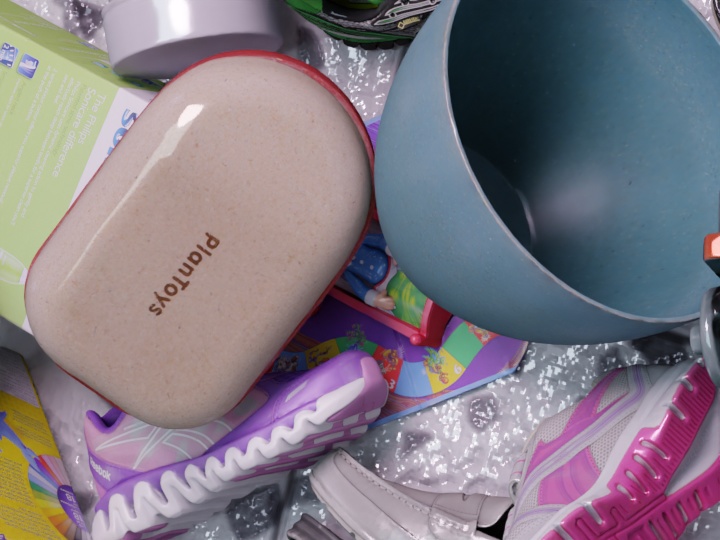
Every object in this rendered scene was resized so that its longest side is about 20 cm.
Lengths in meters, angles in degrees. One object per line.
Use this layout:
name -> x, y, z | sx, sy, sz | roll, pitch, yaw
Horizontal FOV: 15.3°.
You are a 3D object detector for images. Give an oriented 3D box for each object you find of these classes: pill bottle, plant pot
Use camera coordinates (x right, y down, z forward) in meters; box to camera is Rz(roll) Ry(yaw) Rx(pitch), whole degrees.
pill bottle -> -0.105, -0.212, 1.449 | 0.114, 0.114, 0.201 | -13, 82, 26
plant pot -> 0.084, -0.045, 1.319 | 0.135, 0.200, 0.201 | -34, 72, 49

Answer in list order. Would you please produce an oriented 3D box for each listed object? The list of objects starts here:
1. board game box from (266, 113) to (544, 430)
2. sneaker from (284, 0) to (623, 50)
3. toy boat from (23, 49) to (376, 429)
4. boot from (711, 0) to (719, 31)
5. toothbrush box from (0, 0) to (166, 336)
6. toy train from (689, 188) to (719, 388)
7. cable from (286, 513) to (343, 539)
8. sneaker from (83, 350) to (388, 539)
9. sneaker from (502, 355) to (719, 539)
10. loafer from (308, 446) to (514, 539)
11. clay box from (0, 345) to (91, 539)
board game box -> 0.000, 0.000, 1.427 | 0.200, 0.039, 0.158 | -23, 78, 25
sneaker -> 0.048, -0.149, 1.384 | 0.200, 0.085, 0.078 | -6, 86, 26
toy boat -> -0.077, -0.024, 1.383 | 0.130, 0.131, 0.200 | 36, 106, -9
boot -> 0.232, -0.090, 1.245 | 0.073, 0.154, 0.204 | -46, 71, 9
toothbrush box -> -0.184, -0.057, 1.499 | 0.200, 0.086, 0.146 | 28, 102, 26
toy train -> 0.208, 0.009, 1.240 | 0.085, 0.200, 0.114 | -6, 72, 23
cable -> 0.026, 0.193, 1.378 | 0.200, 0.097, 0.050 | 33, 83, 23
sneaker -> -0.077, 0.079, 1.436 | 0.200, 0.080, 0.089 | -28, 74, 30
sneaker -> 0.111, 0.121, 1.315 | 0.088, 0.200, 0.081 | 1, 130, 52
loafer -> 0.061, 0.144, 1.381 | 0.200, 0.070, 0.070 | 33, 89, 23
clay box -> -0.212, 0.110, 1.452 | 0.048, 0.115, 0.200 | -44, 46, 20
